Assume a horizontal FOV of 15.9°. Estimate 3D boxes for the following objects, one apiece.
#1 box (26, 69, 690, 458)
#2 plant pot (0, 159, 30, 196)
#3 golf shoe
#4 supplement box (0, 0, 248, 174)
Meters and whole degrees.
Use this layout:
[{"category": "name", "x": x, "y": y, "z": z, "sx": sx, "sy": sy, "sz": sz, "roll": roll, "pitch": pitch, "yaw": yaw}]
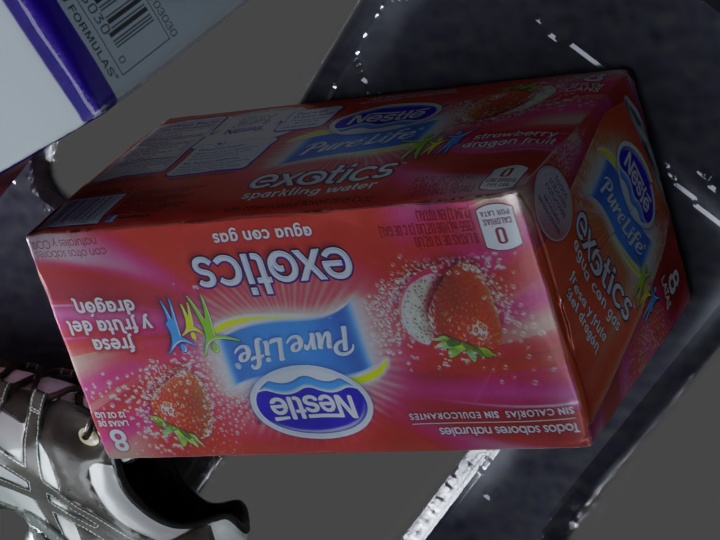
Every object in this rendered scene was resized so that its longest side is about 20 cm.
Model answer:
[{"category": "box", "x": 0.000, "y": 0.000, "z": 0.890, "sx": 0.200, "sy": 0.100, "sz": 0.096, "roll": -4, "pitch": 116, "yaw": 31}, {"category": "plant pot", "x": -0.192, "y": -0.070, "z": 0.896, "sx": 0.200, "sy": 0.179, "sz": 0.200, "roll": 22, "pitch": 132, "yaw": 27}, {"category": "golf shoe", "x": -0.126, "y": 0.062, "z": 1.030, "sx": 0.200, "sy": 0.078, "sz": 0.094, "roll": 44, "pitch": 113, "yaw": -3}, {"category": "supplement box", "x": -0.088, "y": -0.112, "z": 0.808, "sx": 0.103, "sy": 0.200, "sz": 0.101, "roll": -25, "pitch": 103, "yaw": 39}]
